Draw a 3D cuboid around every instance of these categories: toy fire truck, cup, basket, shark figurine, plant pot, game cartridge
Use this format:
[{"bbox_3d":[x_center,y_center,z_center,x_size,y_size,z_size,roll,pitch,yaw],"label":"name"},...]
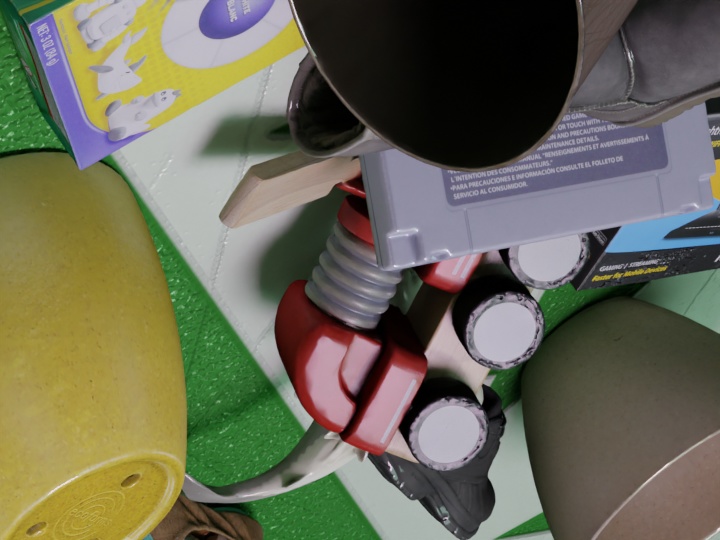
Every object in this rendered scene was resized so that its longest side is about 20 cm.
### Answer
[{"bbox_3d":[0.000,0.000,1.159,0.199,0.129,0.177,22,107,-21],"label":"toy fire truck"},{"bbox_3d":[0.190,0.104,1.521,0.200,0.143,0.201,-29,153,-16],"label":"cup"},{"bbox_3d":[0.077,-0.168,0.891,0.200,0.135,0.181,-50,157,-34],"label":"basket"},{"bbox_3d":[-0.020,0.072,1.302,0.128,0.090,0.215,36,100,-28],"label":"shark figurine"},{"bbox_3d":[-0.160,0.065,1.040,0.199,0.142,0.200,-28,153,-15],"label":"plant pot"},{"bbox_3d":[0.085,-0.081,1.110,0.199,0.134,0.041,-10,-174,-28],"label":"game cartridge"}]

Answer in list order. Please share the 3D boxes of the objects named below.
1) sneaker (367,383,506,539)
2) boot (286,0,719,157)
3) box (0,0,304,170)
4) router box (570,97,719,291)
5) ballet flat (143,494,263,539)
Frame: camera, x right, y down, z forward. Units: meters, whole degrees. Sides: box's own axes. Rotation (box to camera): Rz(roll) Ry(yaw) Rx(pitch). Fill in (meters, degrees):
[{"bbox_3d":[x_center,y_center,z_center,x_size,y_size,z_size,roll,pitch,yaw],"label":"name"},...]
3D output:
[{"bbox_3d":[0.064,0.120,1.482,0.091,0.076,0.200,-43,156,0],"label":"sneaker"},{"bbox_3d":[0.087,-0.105,1.001,0.199,0.073,0.182,1,155,-31],"label":"boot"},{"bbox_3d":[-0.054,-0.133,0.950,0.199,0.048,0.118,-32,154,-11],"label":"box"},{"bbox_3d":[0.223,-0.064,1.387,0.199,0.051,0.149,-9,141,-43],"label":"router box"},{"bbox_3d":[-0.100,0.180,1.378,0.068,0.072,0.200,-35,154,2],"label":"ballet flat"}]
